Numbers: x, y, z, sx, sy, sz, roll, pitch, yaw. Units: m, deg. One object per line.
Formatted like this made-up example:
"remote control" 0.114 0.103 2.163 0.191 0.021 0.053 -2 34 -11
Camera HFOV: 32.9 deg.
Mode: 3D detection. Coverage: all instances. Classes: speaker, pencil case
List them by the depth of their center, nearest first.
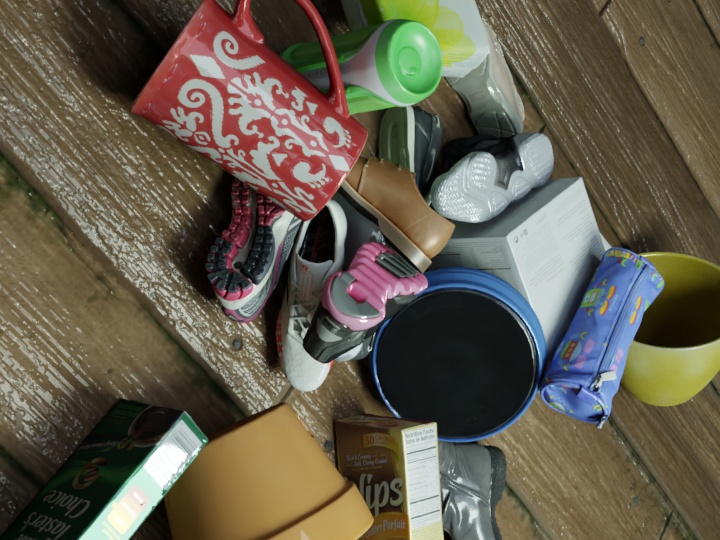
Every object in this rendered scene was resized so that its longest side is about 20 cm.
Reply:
"speaker" -0.010 -0.199 1.229 0.088 0.199 0.090 1 89 -40
"pencil case" 0.269 0.071 1.343 0.078 0.087 0.201 35 66 -12

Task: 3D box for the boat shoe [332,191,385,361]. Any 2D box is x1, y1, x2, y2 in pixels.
"boat shoe" 0.000 0.000 1.328 0.066 0.069 0.203 19 72 -59

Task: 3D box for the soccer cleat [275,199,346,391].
"soccer cleat" -0.050 0.022 1.257 0.068 0.085 0.203 8 82 4

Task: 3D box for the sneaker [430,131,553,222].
"sneaker" 0.126 -0.106 1.399 0.199 0.113 0.077 -25 110 -40

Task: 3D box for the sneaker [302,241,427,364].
"sneaker" 0.000 0.037 1.234 0.096 0.079 0.200 -59 166 26

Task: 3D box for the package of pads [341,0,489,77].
"package of pads" 0.049 -0.310 1.331 0.153 0.068 0.203 -4 71 -39

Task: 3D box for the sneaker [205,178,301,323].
"sneaker" -0.102 -0.041 1.240 0.075 0.080 0.202 84 25 -54

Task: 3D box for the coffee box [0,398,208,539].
"coffee box" -0.236 0.205 1.083 0.201 0.122 0.044 -51 120 -27

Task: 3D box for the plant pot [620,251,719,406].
"plant pot" 0.400 0.091 1.603 0.199 0.199 0.144 -37 137 -34

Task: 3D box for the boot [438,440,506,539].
"boot" 0.101 0.293 1.414 0.130 0.069 0.203 14 70 -36

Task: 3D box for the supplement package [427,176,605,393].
"supplement package" 0.193 0.018 1.432 0.151 0.150 0.202 -34 111 -36

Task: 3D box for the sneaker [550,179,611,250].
"sneaker" 0.280 -0.022 1.537 0.079 0.073 0.202 -10 73 -45

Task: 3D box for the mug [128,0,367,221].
"mug" -0.090 -0.158 1.140 0.199 0.177 0.134 36 44 -13

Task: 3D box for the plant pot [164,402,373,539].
"plant pot" -0.103 0.218 1.163 0.199 0.199 0.142 -24 89 -38

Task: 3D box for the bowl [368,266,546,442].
"bowl" 0.105 0.097 1.339 0.039 0.198 0.203 -73 143 -69

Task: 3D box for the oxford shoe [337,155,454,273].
"oxford shoe" 0.016 -0.091 1.266 0.200 0.071 0.071 44 89 6

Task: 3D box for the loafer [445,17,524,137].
"loafer" 0.144 -0.240 1.457 0.202 0.071 0.063 62 39 -27

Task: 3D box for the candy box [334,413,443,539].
"candy box" 0.032 0.262 1.315 0.055 0.115 0.203 -7 94 -40

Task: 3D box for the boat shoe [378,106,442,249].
"boat shoe" 0.057 -0.085 1.369 0.067 0.071 0.203 13 78 -39
